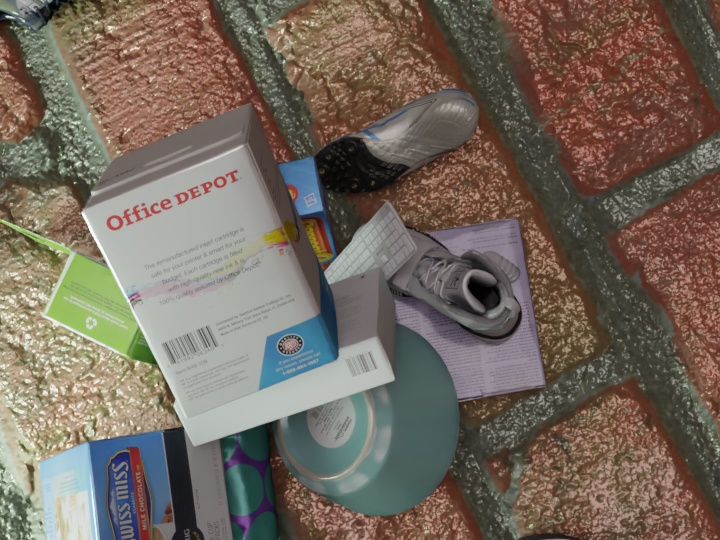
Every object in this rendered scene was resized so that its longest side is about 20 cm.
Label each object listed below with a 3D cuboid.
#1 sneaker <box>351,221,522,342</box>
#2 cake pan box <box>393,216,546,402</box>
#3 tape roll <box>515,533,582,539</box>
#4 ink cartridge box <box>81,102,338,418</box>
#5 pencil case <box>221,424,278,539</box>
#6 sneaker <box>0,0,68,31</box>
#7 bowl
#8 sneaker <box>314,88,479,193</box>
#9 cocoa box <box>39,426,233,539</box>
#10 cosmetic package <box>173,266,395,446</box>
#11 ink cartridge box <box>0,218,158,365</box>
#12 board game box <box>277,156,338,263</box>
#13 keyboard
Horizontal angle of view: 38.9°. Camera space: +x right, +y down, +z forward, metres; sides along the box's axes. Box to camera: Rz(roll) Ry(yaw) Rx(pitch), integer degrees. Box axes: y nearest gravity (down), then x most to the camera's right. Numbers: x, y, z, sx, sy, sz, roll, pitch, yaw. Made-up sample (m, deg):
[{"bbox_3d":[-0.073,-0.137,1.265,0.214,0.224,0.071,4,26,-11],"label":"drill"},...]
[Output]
[{"bbox_3d":[0.078,0.001,1.030,0.198,0.115,0.076,30,83,8],"label":"sneaker"},{"bbox_3d":[0.090,0.051,1.105,0.196,0.052,0.188,-10,78,1],"label":"cake pan box"},{"bbox_3d":[0.199,0.374,1.038,0.196,0.066,0.204,0,80,2],"label":"tape roll"},{"bbox_3d":[-0.122,-0.013,0.882,0.145,0.146,0.202,-20,112,4],"label":"ink cartridge box"},{"bbox_3d":[-0.137,0.218,1.068,0.091,0.085,0.204,-6,79,-15],"label":"pencil case"},{"bbox_3d":[-0.364,-0.322,1.183,0.196,0.074,0.083,-7,87,9],"label":"sneaker"},{"bbox_3d":[-0.011,0.149,1.025,0.198,0.104,0.205,-4,83,32],"label":"bowl"},{"bbox_3d":[0.040,-0.143,1.140,0.197,0.073,0.073,-21,108,11],"label":"sneaker"},{"bbox_3d":[-0.224,0.234,0.994,0.129,0.199,0.136,-2,77,-31],"label":"cocoa box"},{"bbox_3d":[-0.065,0.077,0.958,0.197,0.151,0.052,-19,114,11],"label":"cosmetic package"},{"bbox_3d":[-0.295,0.024,1.077,0.197,0.148,0.077,23,83,7],"label":"ink cartridge box"},{"bbox_3d":[-0.127,-0.041,1.053,0.192,0.200,0.057,-12,77,1],"label":"board game box"},{"bbox_3d":[0.000,0.000,1.056,0.011,0.200,0.057,-17,73,-33],"label":"keyboard"}]
